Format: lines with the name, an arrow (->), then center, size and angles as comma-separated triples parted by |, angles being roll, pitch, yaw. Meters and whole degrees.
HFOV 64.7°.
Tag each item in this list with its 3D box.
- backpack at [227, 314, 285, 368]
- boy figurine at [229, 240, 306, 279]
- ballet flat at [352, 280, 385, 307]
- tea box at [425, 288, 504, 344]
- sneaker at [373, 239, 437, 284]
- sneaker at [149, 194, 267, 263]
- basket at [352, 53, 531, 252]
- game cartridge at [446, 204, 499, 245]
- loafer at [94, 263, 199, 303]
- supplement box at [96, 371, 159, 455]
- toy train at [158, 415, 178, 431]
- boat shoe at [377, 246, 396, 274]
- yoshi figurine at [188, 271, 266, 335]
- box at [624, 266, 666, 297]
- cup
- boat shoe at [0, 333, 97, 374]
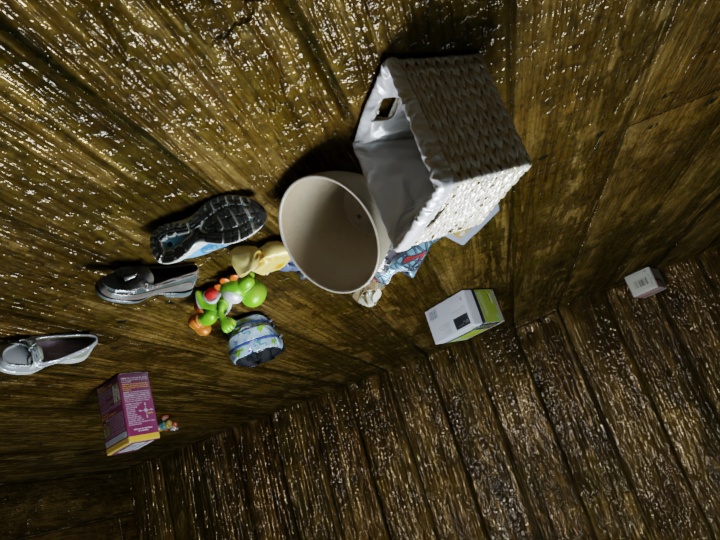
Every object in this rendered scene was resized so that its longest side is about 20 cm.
backpack -> -0.292, 0.196, 1.546 | 0.160, 0.157, 0.200 | -14, -177, -4
boy figurine -> -0.172, -0.021, 1.149 | 0.123, 0.066, 0.198 | -28, 162, 34
ballet flat -> 0.023, 0.063, 1.564 | 0.069, 0.066, 0.200 | -13, 161, -16
tea box -> 0.384, 0.169, 2.099 | 0.194, 0.136, 0.199 | 1, 154, -43
sneaker -> 0.108, -0.035, 1.278 | 0.197, 0.097, 0.079 | -26, -168, -6
sneaker -> -0.250, -0.071, 0.956 | 0.196, 0.080, 0.090 | -17, -179, 6
basket -> 0.107, -0.164, 0.804 | 0.158, 0.203, 0.199 | -14, 162, -19
game cartridge -> 0.226, -0.126, 1.221 | 0.133, 0.042, 0.199 | -42, 153, 19
loafer -> -0.389, 0.012, 1.053 | 0.063, 0.072, 0.199 | -51, 155, 25
supplement box -> -0.680, 0.417, 1.663 | 0.130, 0.203, 0.102 | -30, 159, 32
toy train -> -0.869, 0.654, 2.387 | 0.196, 0.057, 0.150 | -8, 160, -20
boat shoe -> 0.042, -0.020, 1.153 | 0.199, 0.064, 0.072 | -31, 167, 37
yoshi figurine -> -0.281, 0.070, 1.250 | 0.199, 0.114, 0.111 | -33, 173, 31
box -> 1.421, 0.062, 2.830 | 0.127, 0.111, 0.198 | -32, 157, 34
cup -> -0.019, -0.084, 0.965 | 0.199, 0.202, 0.143 | -35, -178, 42
boat shoe -> -0.660, 0.168, 1.201 | 0.064, 0.075, 0.200 | -36, 159, 29
